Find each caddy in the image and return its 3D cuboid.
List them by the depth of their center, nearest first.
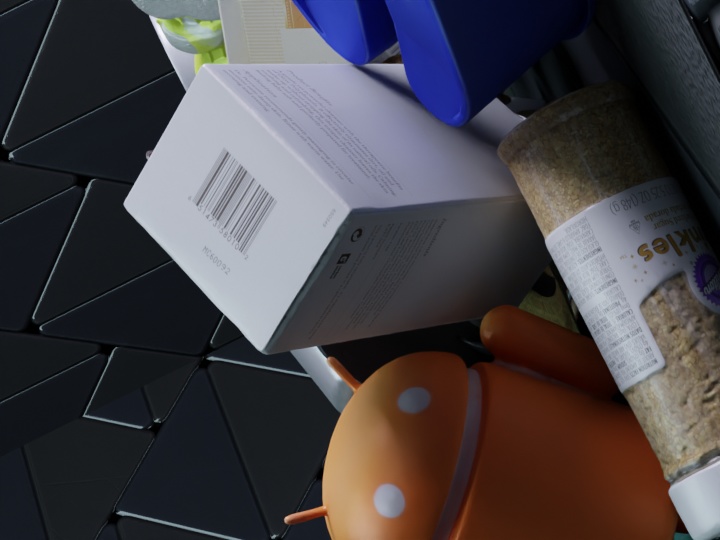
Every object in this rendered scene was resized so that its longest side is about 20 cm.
[{"bbox_3d":[0.029,-0.159,0.909,0.141,0.105,0.200,35,164,34],"label":"caddy"}]

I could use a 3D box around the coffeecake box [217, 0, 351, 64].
[{"bbox_3d":[-0.032,-0.203,1.136,0.154,0.073,0.200,84,-172,-47],"label":"coffeecake box"}]

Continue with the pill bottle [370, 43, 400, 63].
[{"bbox_3d":[-0.009,-0.102,1.368,0.114,0.200,0.114,44,-163,-17],"label":"pill bottle"}]

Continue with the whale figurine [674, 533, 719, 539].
[{"bbox_3d":[0.185,0.162,1.057,0.159,0.104,0.200,63,-175,-52],"label":"whale figurine"}]

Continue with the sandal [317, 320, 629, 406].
[{"bbox_3d":[0.067,0.063,1.038,0.200,0.076,0.043,25,179,-13],"label":"sandal"}]

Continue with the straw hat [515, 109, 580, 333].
[{"bbox_3d":[0.093,-0.037,1.145,0.201,0.085,0.201,51,165,20],"label":"straw hat"}]

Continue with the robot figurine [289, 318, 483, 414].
[{"bbox_3d":[0.000,0.000,1.127,0.200,0.113,0.170,50,175,24],"label":"robot figurine"}]

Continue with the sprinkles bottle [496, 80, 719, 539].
[{"bbox_3d":[0.132,0.017,0.928,0.200,0.068,0.068,64,180,11],"label":"sprinkles bottle"}]

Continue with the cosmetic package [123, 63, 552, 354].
[{"bbox_3d":[0.005,-0.034,0.970,0.108,0.085,0.200,46,-152,26],"label":"cosmetic package"}]

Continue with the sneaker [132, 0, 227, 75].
[{"bbox_3d":[-0.083,-0.184,1.262,0.200,0.076,0.105,68,-141,-59],"label":"sneaker"}]

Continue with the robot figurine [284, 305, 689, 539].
[{"bbox_3d":[0.069,0.107,0.971,0.117,0.200,0.144,-87,17,-59],"label":"robot figurine"}]

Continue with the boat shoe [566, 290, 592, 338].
[{"bbox_3d":[0.146,0.046,1.266,0.200,0.072,0.072,64,180,-41],"label":"boat shoe"}]

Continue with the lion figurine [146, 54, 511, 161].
[{"bbox_3d":[-0.018,-0.088,1.270,0.122,0.200,0.073,-20,-77,-59],"label":"lion figurine"}]

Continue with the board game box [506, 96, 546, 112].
[{"bbox_3d":[0.104,0.008,1.321,0.035,0.126,0.200,9,140,38],"label":"board game box"}]

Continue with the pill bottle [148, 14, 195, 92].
[{"bbox_3d":[-0.039,-0.187,1.438,0.112,0.200,0.112,-26,-90,-89],"label":"pill bottle"}]
